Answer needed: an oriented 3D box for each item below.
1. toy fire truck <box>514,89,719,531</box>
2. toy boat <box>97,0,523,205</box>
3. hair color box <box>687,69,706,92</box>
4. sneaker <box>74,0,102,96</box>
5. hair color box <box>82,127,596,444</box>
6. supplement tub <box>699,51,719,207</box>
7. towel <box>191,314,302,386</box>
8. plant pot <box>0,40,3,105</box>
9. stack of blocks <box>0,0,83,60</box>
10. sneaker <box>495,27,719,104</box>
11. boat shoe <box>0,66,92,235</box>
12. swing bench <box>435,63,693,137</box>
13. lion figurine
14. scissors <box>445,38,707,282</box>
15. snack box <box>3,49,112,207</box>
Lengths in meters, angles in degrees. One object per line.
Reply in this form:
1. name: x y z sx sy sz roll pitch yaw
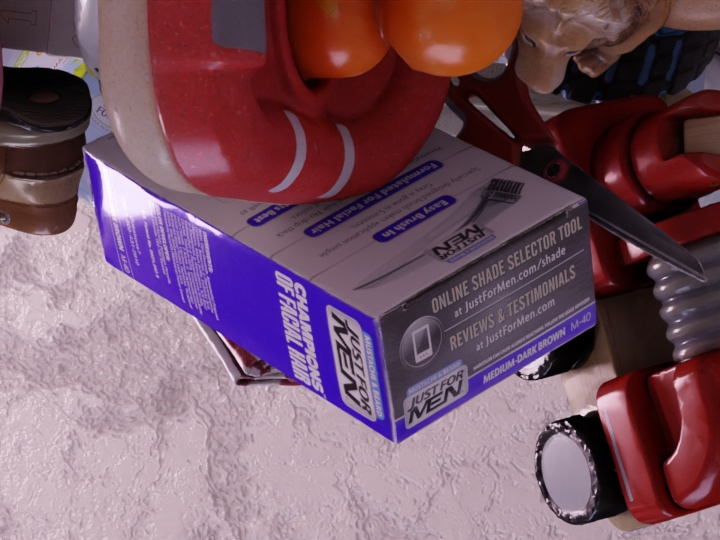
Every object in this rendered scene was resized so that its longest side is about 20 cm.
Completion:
1. toy fire truck: 0.159 0.001 0.954 0.128 0.177 0.200 -12 171 -31
2. toy boat: -0.004 -0.092 0.830 0.130 0.132 0.200 -2 179 19
3. hair color box: 0.140 -0.048 1.319 0.060 0.202 0.099 6 -178 -22
4. sneaker: -0.084 -0.119 0.949 0.073 0.081 0.200 8 171 0
5. hair color box: -0.012 -0.015 0.937 0.109 0.065 0.199 -28 -144 -29
6. supplement tub: 0.226 -0.075 1.526 0.140 0.142 0.199 8 -178 39
7. towel: 0.000 0.000 1.148 0.199 0.023 0.144 -4 -142 -31
8. plant pot: -0.260 -0.100 0.952 0.198 0.202 0.179 6 -162 -21
9. stack of blocks: -0.186 -0.143 1.108 0.198 0.059 0.115 7 -169 -5
10. sneaker: 0.062 -0.124 1.034 0.198 0.076 0.087 7 -161 0
11. boat shoe: -0.189 -0.060 1.060 0.075 0.075 0.199 -14 -160 -32
12. swing bench: 0.051 -0.082 1.157 0.197 0.131 0.201 5 -146 -14
13. lion figurine: 0.142 -0.111 0.908 0.198 0.073 0.122 -8 176 -7
14. scissors: 0.069 -0.039 0.930 0.014 0.073 0.201 43 -168 -47
15. snack box: -0.112 -0.082 1.268 0.168 0.068 0.200 31 -164 -27
